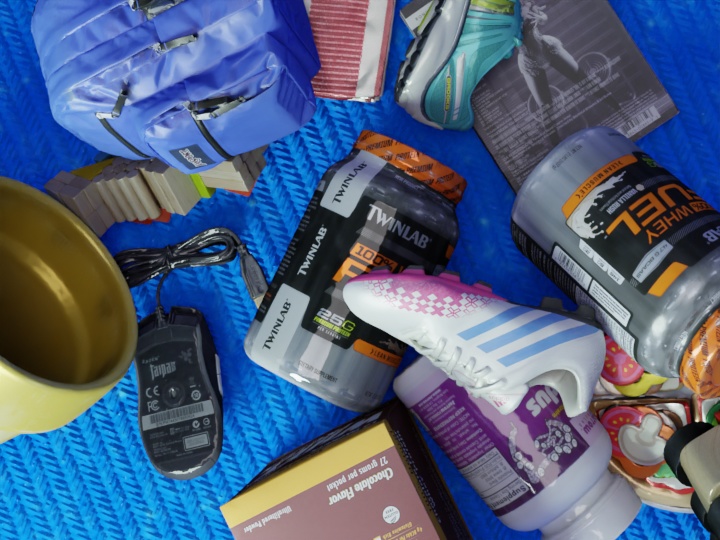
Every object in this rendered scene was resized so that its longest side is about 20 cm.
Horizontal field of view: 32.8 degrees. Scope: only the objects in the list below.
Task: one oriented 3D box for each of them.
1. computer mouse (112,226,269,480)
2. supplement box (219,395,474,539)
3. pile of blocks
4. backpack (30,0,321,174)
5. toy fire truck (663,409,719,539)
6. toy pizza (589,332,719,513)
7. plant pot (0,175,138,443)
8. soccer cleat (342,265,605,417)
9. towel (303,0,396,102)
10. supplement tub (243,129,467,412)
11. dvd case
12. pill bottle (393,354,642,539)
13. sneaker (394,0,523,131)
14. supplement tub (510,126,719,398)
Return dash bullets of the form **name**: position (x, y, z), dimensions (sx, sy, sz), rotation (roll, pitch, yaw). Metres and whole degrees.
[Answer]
- **computer mouse**: position (-0.129, 0.065, 1.026), dimensions (0.139, 0.046, 0.202), rotation (-19, 78, 8)
- **supplement box**: position (0.011, 0.220, 0.931), dimensions (0.132, 0.200, 0.199), rotation (-27, 88, 5)
- **pile of blocks**: position (-0.162, -0.077, 1.028), dimensions (0.198, 0.083, 0.062), rotation (-11, 132, 15)
- **backpack**: position (-0.144, -0.163, 0.931), dimensions (0.198, 0.163, 0.169), rotation (-19, 68, 9)
- **toy fire truck**: position (0.355, 0.162, 0.900), dimensions (0.199, 0.129, 0.177), rotation (-32, 124, 4)
- **toy pizza**: position (0.261, 0.097, 0.974), dimensions (0.198, 0.032, 0.203), rotation (2, 97, 14)
- **plant pot**: position (-0.310, 0.058, 0.970), dimensions (0.188, 0.201, 0.202), rotation (-37, 86, 26)
- **soccer cleat**: position (0.081, 0.054, 0.880), dimensions (0.198, 0.070, 0.087), rotation (12, 73, -5)
- **towel**: position (-0.069, -0.224, 1.030), dimensions (0.198, 0.023, 0.146), rotation (8, 90, 5)
- **supplement tub**: position (0.000, 0.000, 0.969), dimensions (0.122, 0.123, 0.202), rotation (25, 90, 5)
- **dvd case**: position (0.146, -0.172, 1.011), dimensions (0.148, 0.016, 0.201), rotation (-33, 87, 6)
- **pill bottle**: position (0.127, 0.131, 0.964), dimensions (0.112, 0.112, 0.200), rotation (-41, 87, 4)
- **sneaker**: position (0.098, -0.208, 0.983), dimensions (0.079, 0.078, 0.202), rotation (25, 98, -13)
- **supplement tub**: position (0.216, -0.006, 0.915), dimensions (0.123, 0.122, 0.200), rotation (-46, 57, 4)
